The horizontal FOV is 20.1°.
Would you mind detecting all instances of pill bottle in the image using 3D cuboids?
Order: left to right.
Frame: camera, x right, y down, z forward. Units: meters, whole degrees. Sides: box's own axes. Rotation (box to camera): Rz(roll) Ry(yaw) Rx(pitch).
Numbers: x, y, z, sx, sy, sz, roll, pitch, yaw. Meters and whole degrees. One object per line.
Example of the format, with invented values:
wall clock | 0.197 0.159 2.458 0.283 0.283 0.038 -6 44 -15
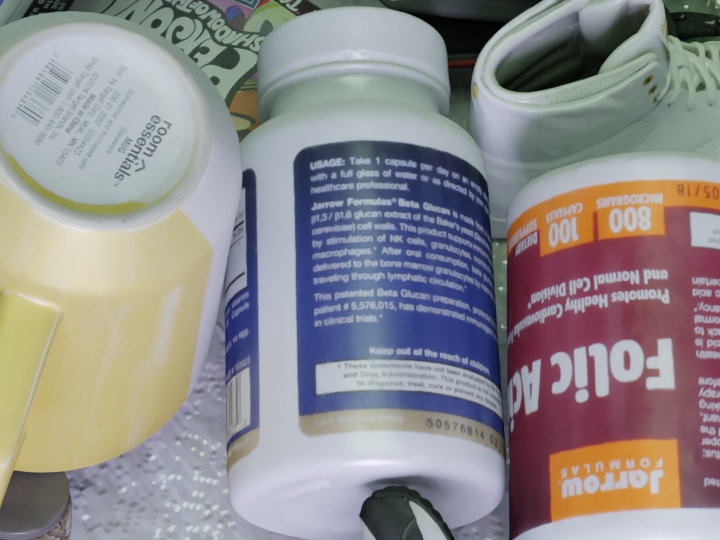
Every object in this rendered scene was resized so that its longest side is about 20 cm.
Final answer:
pill bottle | 0.000 0.000 0.827 0.110 0.111 0.201 -1 68 -3
pill bottle | 0.112 0.066 0.780 0.113 0.114 0.201 1 69 -2

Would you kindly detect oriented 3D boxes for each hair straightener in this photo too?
hair straightener | 0.095 -0.125 0.910 0.199 0.077 0.041 1 46 -17

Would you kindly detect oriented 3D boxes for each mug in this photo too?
mug | -0.107 -0.003 0.762 0.149 0.153 0.187 -10 69 -23

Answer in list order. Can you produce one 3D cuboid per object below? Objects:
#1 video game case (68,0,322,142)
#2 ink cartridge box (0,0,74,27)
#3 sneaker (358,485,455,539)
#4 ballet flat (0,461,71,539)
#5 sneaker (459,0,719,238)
video game case | -0.124 -0.089 0.920 0.200 0.036 0.181 37 67 15
ink cartridge box | -0.161 -0.223 0.879 0.200 0.198 0.043 48 25 22
sneaker | 0.017 0.180 0.740 0.080 0.074 0.201 -10 84 1
ballet flat | -0.202 0.065 0.834 0.199 0.046 0.067 27 52 15
sneaker | 0.138 -0.079 0.885 0.199 0.116 0.074 -16 62 -13
